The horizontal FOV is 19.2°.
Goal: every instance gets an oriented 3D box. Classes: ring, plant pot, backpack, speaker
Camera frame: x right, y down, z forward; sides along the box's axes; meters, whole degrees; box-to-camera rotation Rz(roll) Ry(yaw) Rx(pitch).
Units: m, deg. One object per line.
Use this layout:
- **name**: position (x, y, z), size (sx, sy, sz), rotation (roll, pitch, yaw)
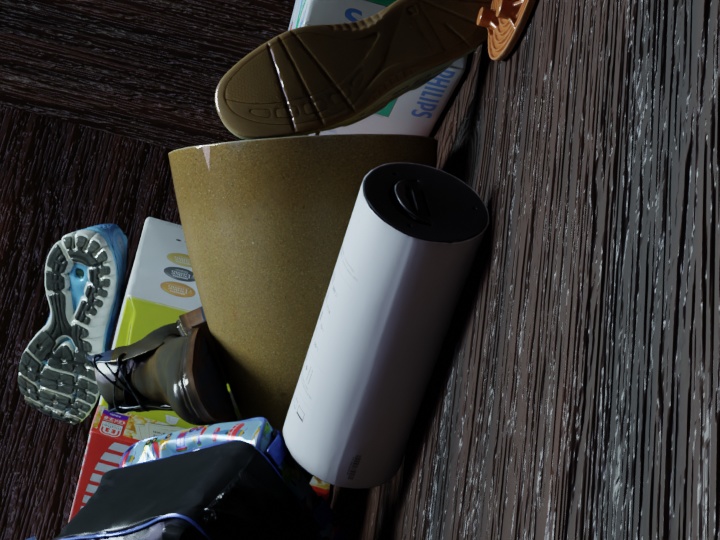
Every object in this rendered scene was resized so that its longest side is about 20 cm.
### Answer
- **ring**: position (0.106, -0.231, 1.348), size (0.200, 0.019, 0.201), rotation (-166, 90, -83)
- **plant pot**: position (-0.035, 0.014, 1.467), size (0.186, 0.186, 0.201), rotation (173, 95, -84)
- **backpack**: position (-0.085, 0.215, 1.388), size (0.182, 0.200, 0.135), rotation (-19, 23, 44)
- **speaker**: position (0.013, 0.035, 1.301), size (0.081, 0.081, 0.200), rotation (-84, 10, -55)

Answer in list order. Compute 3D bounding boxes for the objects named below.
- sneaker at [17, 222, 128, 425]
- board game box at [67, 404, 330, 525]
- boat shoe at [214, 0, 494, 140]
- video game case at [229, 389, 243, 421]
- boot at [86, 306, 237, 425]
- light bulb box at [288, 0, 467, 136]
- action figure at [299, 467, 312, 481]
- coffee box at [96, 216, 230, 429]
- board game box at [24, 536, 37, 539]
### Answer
- **sneaker**: position (-0.239, 0.047, 1.877), size (0.090, 0.078, 0.200), rotation (-46, -21, -61)
- **board game box**: position (-0.138, 0.208, 1.751), size (0.046, 0.199, 0.152), rotation (-82, 7, -63)
- **boat shoe**: position (-0.002, -0.134, 1.445), size (0.063, 0.199, 0.074), rotation (99, 150, -77)
- **video game case**: position (-0.095, 0.166, 1.584), size (0.181, 0.045, 0.200), rotation (-68, -5, -55)
- **boot**: position (-0.141, 0.083, 1.478), size (0.200, 0.097, 0.075), rotation (-105, -7, -81)
- **light bulb box**: position (0.019, -0.216, 1.625), size (0.198, 0.124, 0.201), rotation (120, 164, -68)
- **action figure**: position (-0.021, 0.094, 1.625), size (0.118, 0.055, 0.201), rotation (117, 171, -72)
- **coffee box**: position (-0.120, 0.100, 1.842), size (0.198, 0.199, 0.201), rotation (-91, 17, -70)
- **board game box**: position (-0.240, 0.316, 1.698), size (0.200, 0.035, 0.136), rotation (-131, 24, -64)
